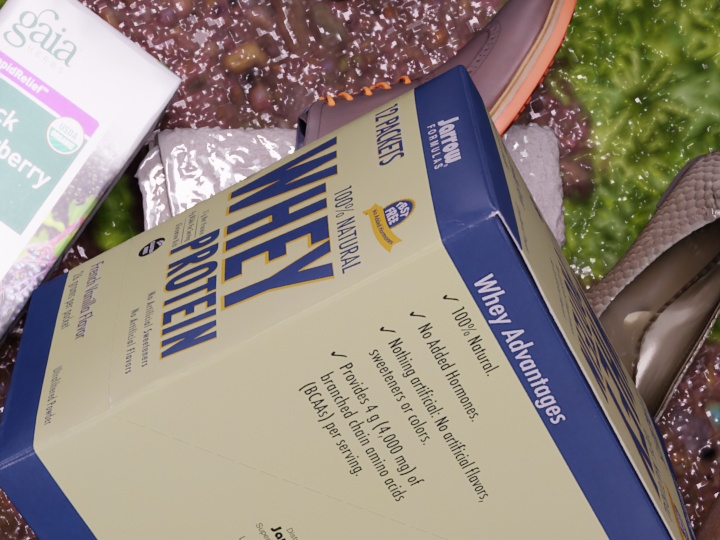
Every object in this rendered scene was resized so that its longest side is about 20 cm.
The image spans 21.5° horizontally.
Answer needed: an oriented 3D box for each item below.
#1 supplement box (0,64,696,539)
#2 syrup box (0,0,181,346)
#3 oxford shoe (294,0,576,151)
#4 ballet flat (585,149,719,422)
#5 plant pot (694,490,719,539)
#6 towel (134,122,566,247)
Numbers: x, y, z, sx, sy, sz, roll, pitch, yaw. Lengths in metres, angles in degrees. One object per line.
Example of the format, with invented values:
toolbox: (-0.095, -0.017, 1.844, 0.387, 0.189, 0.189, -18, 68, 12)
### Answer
supplement box: (0.001, 0.070, 0.723, 0.198, 0.135, 0.201, -26, 115, 10)
syrup box: (-0.164, -0.019, 0.796, 0.078, 0.081, 0.201, 35, 80, -6)
oxford shoe: (0.015, -0.060, 0.809, 0.072, 0.071, 0.200, 42, 77, 0)
ballet flat: (0.132, 0.024, 0.848, 0.067, 0.046, 0.201, 47, 67, -23)
plant pot: (0.201, 0.159, 0.755, 0.198, 0.200, 0.200, 23, 100, -7)
towel: (0.000, 0.000, 0.849, 0.198, 0.034, 0.134, -3, 85, -11)
